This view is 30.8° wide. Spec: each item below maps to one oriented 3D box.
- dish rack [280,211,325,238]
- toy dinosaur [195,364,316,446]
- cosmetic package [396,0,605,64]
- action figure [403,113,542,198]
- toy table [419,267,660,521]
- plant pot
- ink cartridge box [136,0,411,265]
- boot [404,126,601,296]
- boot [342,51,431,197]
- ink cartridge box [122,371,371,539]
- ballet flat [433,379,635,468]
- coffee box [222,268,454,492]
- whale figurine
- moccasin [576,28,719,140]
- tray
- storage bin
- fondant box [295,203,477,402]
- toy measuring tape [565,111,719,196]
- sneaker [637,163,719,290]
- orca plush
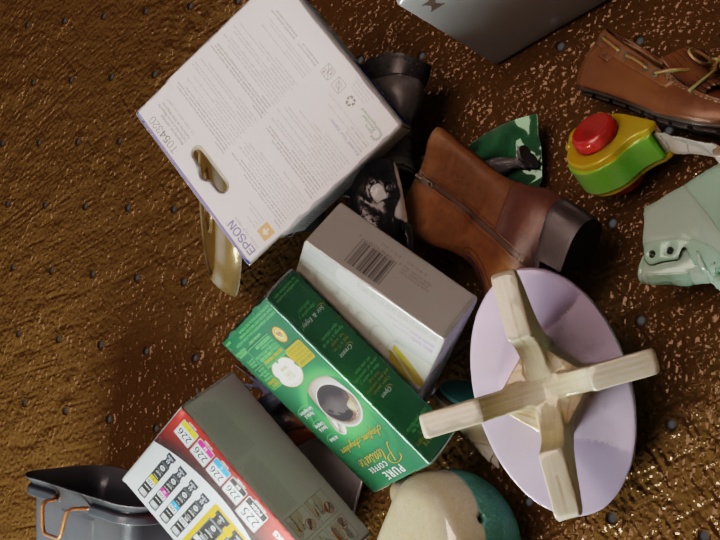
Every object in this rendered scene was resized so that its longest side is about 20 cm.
[{"bbox_3d":[-0.100,-0.102,1.356,0.199,0.054,0.156,-11,81,59],"label":"dish rack"},{"bbox_3d":[-0.101,0.160,1.287,0.200,0.104,0.183,49,130,30],"label":"toy dinosaur"},{"bbox_3d":[0.124,-0.336,1.209,0.166,0.166,0.202,-26,62,32],"label":"cosmetic package"},{"bbox_3d":[0.082,-0.078,1.250,0.199,0.054,0.120,-6,77,43],"label":"action figure"},{"bbox_3d":[0.145,0.096,1.015,0.183,0.117,0.202,-29,82,13],"label":"toy table"},{"bbox_3d":[-0.150,-0.073,1.372,0.200,0.027,0.203,176,90,-79],"label":"plant pot"},{"bbox_3d":[-0.085,-0.143,1.243,0.200,0.043,0.197,-41,77,14],"label":"ink cartridge box"},{"bbox_3d":[0.094,-0.006,1.155,0.199,0.068,0.190,32,112,39],"label":"boot"},{"bbox_3d":[-0.013,-0.135,1.305,0.199,0.069,0.133,-9,68,56],"label":"boot"},{"bbox_3d":[-0.119,0.232,1.231,0.200,0.084,0.176,47,128,8],"label":"ink cartridge box"},{"bbox_3d":[0.144,0.149,1.131,0.199,0.069,0.070,13,86,40],"label":"ballet flat"},{"bbox_3d":[-0.022,0.101,1.145,0.200,0.044,0.123,44,147,-2],"label":"coffee box"},{"bbox_3d":[0.068,0.256,1.153,0.200,0.103,0.161,-53,44,47],"label":"whale figurine"},{"bbox_3d":[0.274,-0.159,1.104,0.201,0.073,0.079,33,108,50],"label":"moccasin"},{"bbox_3d":[-0.025,0.171,1.286,0.107,0.022,0.202,13,86,40],"label":"tray"},{"bbox_3d":[-0.271,0.294,1.390,0.198,0.145,0.136,5,91,40],"label":"storage bin"},{"bbox_3d":[0.007,0.053,1.155,0.144,0.058,0.201,35,146,11],"label":"fondant box"},{"bbox_3d":[0.229,-0.090,1.095,0.200,0.073,0.074,30,98,61],"label":"toy measuring tape"},{"bbox_3d":[0.287,0.015,1.035,0.117,0.074,0.202,-26,53,25],"label":"sneaker"},{"bbox_3d":[0.000,0.000,1.214,0.105,0.070,0.202,-127,35,-57],"label":"orca plush"}]
